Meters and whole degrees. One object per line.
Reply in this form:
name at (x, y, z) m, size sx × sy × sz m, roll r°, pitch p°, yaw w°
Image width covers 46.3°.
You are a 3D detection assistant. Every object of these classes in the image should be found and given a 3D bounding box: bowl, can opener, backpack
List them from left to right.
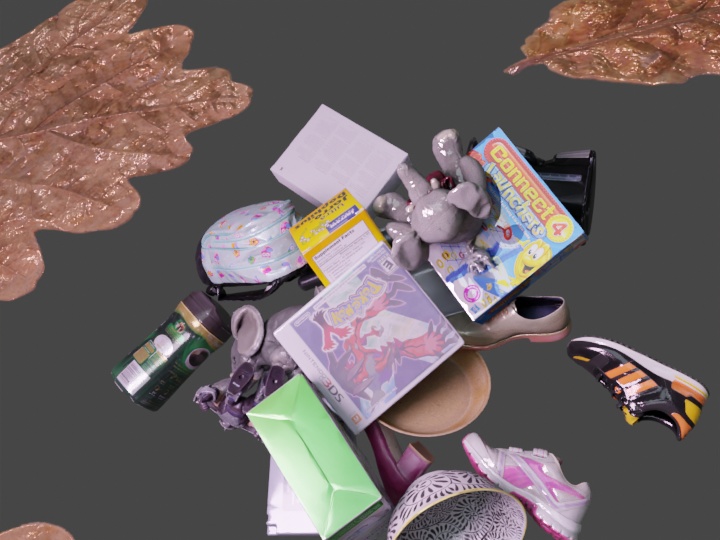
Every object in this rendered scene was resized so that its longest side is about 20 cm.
backpack at (-0.161, -0.037, 1.321) m, size 0.167 × 0.127 × 0.199 m, roll -42°, pitch 24°, yaw -30°
can opener at (-0.017, -0.027, 1.366) m, size 0.198 × 0.066 × 0.053 m, roll -23°, pitch 64°, yaw 12°
bowl at (0.111, 0.332, 1.122) m, size 0.200 × 0.201 × 0.094 m, roll -33°, pitch 37°, yaw 1°

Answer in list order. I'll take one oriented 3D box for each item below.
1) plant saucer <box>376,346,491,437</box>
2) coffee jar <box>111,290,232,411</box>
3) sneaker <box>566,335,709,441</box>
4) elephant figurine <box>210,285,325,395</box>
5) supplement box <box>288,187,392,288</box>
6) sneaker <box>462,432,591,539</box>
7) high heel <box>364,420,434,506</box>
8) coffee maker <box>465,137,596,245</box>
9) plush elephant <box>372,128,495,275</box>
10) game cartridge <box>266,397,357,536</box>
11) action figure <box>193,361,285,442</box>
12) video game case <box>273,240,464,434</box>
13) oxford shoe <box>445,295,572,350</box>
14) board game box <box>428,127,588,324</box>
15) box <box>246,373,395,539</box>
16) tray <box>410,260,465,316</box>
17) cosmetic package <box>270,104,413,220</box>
plant saucer at (0.090, 0.167, 1.230) m, size 0.198 × 0.036 × 0.201 m, roll 0°, pitch 44°, yaw 0°
coffee jar at (-0.297, 0.127, 1.358) m, size 0.200 × 0.104 × 0.085 m, roll -44°, pitch 65°, yaw -6°
sneaker at (0.369, 0.162, 1.161) m, size 0.199 × 0.070 × 0.091 m, roll 23°, pitch 72°, yaw 22°
elephant figurine at (-0.148, 0.118, 1.313) m, size 0.198 × 0.143 × 0.155 m, roll 4°, pitch 39°, yaw 35°
supplement box at (0.000, 0.000, 1.233) m, size 0.108 × 0.201 × 0.110 m, roll -35°, pitch 26°, yaw -1°
sneaker at (0.230, 0.281, 1.154) m, size 0.199 × 0.081 × 0.088 m, roll 35°, pitch 77°, yaw 20°
high heel at (0.016, 0.250, 1.241) m, size 0.200 × 0.067 × 0.096 m, roll 41°, pitch 106°, yaw 23°
coffee maker at (0.252, -0.097, 1.286) m, size 0.198 × 0.135 × 0.194 m, roll 8°, pitch 85°, yaw 21°
plush elephant at (0.099, -0.085, 1.124) m, size 0.164 × 0.155 × 0.201 m, roll -38°, pitch 71°, yaw 12°
game cartridge at (-0.070, 0.292, 1.259) m, size 0.132 × 0.040 × 0.202 m, roll -6°, pitch 66°, yaw 18°
action figure at (-0.181, 0.199, 1.253) m, size 0.129 × 0.200 × 0.070 m, roll 22°, pitch 54°, yaw -10°
video game case at (0.012, 0.092, 1.157) m, size 0.200 × 0.023 × 0.183 m, roll -40°, pitch 90°, yaw 0°
oxford shoe at (0.209, 0.067, 1.241) m, size 0.198 × 0.074 × 0.071 m, roll -9°, pitch 50°, yaw 9°
board game box at (0.185, -0.063, 1.202) m, size 0.195 × 0.056 × 0.201 m, roll -40°, pitch 71°, yaw 12°
box at (-0.044, 0.265, 1.143) m, size 0.096 × 0.177 × 0.201 m, roll -34°, pitch 65°, yaw -6°
tray at (0.117, 0.028, 1.322) m, size 0.198 × 0.022 × 0.108 m, roll -15°, pitch 65°, yaw 10°
cosmetic package at (-0.033, -0.174, 1.437) m, size 0.199 × 0.052 × 0.151 m, roll 34°, pitch 79°, yaw 26°
